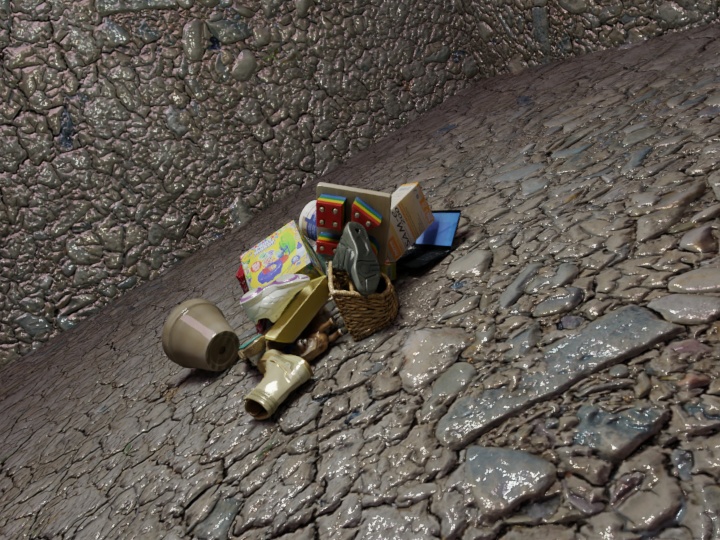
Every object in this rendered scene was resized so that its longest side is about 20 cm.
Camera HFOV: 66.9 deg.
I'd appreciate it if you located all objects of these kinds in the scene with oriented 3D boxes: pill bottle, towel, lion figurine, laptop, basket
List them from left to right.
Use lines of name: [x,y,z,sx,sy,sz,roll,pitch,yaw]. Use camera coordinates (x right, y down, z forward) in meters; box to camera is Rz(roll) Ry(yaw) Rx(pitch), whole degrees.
towel: [-0.326,0.078,1.649,0.022,0.205,0.145,-15,20,2]
lion figurine: [-0.102,0.141,1.379,0.121,0.073,0.201,-34,20,22]
pill bottle: [-0.073,-0.117,1.556,0.197,0.113,0.111,27,51,33]
basket: [0.009,0.048,1.365,0.140,0.152,0.201,-25,19,6]
laptop: [0.171,-0.092,1.548,0.196,0.106,0.176,-22,15,-28]

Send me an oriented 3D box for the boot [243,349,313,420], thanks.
boot: [-0.217,0.264,1.261,0.197,0.074,0.155,0,35,47]

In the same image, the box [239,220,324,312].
box: [-0.223,0.002,1.581,0.197,0.123,0.195,-33,47,4]

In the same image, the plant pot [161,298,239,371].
plant pot: [-0.441,0.202,1.561,0.171,0.204,0.199,19,47,41]

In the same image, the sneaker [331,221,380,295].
sneaker: [-0.013,-0.007,1.316,0.074,0.115,0.203,3,50,-28]

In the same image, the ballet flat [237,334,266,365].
ballet flat: [-0.271,0.210,1.405,0.070,0.066,0.200,-32,-1,-21]

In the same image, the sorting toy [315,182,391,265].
sorting toy: [-0.026,-0.106,1.404,0.193,0.205,0.070,11,35,11]

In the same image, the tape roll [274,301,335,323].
tape roll: [-0.160,0.111,1.598,0.199,0.038,0.204,-25,20,10]

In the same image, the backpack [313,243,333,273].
backpack: [-0.075,-0.042,1.689,0.196,0.169,0.128,-24,24,26]

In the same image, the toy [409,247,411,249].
toy: [0.060,-0.109,1.623,0.195,0.118,0.047,-10,-20,-30]

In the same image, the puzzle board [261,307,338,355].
puzzle board: [-0.167,0.164,1.451,0.198,0.018,0.151,-35,38,-9]

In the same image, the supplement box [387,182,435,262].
supplement box: [0.108,-0.134,1.514,0.073,0.128,0.200,3,41,50]

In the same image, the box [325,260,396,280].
box: [0.000,0.000,1.536,0.195,0.052,0.075,5,11,31]

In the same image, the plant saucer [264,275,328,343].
plant saucer: [-0.155,0.111,1.382,0.201,0.048,0.199,-51,10,-15]

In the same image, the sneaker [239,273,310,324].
sneaker: [-0.217,0.074,1.449,0.195,0.102,0.075,-23,17,4]
